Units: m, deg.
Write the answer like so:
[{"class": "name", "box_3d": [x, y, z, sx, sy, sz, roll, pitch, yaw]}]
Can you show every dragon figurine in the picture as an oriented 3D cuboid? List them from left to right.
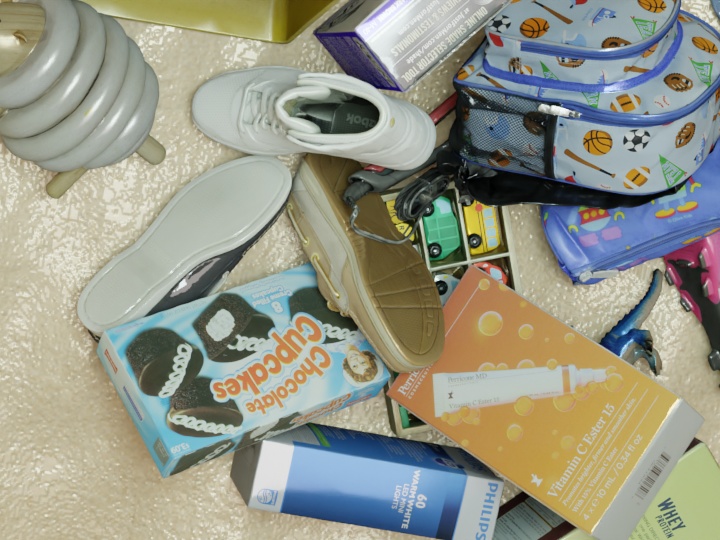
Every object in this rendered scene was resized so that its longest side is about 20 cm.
[{"class": "dragon figurine", "box_3d": [0.193, 0.081, 1.544, 0.099, 0.059, 0.201, 6, 74, 19]}]

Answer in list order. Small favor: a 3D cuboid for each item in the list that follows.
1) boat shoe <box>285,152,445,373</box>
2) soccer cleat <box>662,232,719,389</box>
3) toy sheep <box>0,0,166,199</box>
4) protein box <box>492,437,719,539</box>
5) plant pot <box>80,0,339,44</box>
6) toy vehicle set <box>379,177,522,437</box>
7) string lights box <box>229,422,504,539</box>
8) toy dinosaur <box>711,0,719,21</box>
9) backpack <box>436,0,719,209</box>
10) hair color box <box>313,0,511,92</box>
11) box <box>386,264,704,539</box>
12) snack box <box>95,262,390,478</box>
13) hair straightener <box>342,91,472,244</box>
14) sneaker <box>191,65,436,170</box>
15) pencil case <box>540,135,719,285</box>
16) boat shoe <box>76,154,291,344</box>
[{"class": "boat shoe", "box_3d": [0.000, 0.000, 1.463, 0.074, 0.069, 0.200, -4, 59, -40]}, {"class": "soccer cleat", "box_3d": [0.313, 0.014, 1.576, 0.086, 0.070, 0.200, -30, 105, -25]}, {"class": "toy sheep", "box_3d": [-0.220, -0.133, 1.405, 0.138, 0.138, 0.200, -54, 135, 0]}, {"class": "protein box", "box_3d": [0.225, 0.258, 1.551, 0.200, 0.135, 0.199, -33, 103, -5]}, {"class": "plant pot", "box_3d": [-0.120, -0.282, 1.374, 0.199, 0.200, 0.177, 8, 86, -13]}, {"class": "toy vehicle set", "box_3d": [0.070, 0.027, 1.539, 0.124, 0.027, 0.201, -12, 101, -10]}, {"class": "string lights box", "box_3d": [0.004, 0.166, 1.507, 0.199, 0.103, 0.059, 11, 96, -13]}, {"class": "toy dinosaur", "box_3d": [0.307, -0.266, 1.539, 0.200, 0.105, 0.182, 6, 88, -46]}, {"class": "backpack", "box_3d": [0.179, -0.143, 1.406, 0.190, 0.200, 0.154, 20, 139, 15]}, {"class": "hair color box", "box_3d": [0.036, -0.192, 1.408, 0.109, 0.200, 0.065, -41, 103, -4]}, {"class": "box", "box_3d": [0.142, 0.105, 1.448, 0.200, 0.097, 0.125, 33, 89, 26]}, {"class": "snack box", "box_3d": [-0.088, 0.072, 1.442, 0.200, 0.037, 0.116, -19, 67, -32]}, {"class": "hair straightener", "box_3d": [0.062, -0.082, 1.467, 0.077, 0.041, 0.200, 51, 56, -1]}, {"class": "sneaker", "box_3d": [-0.053, -0.124, 1.406, 0.199, 0.116, 0.074, 8, 86, 22]}, {"class": "pencil case", "box_3d": [0.238, -0.049, 1.491, 0.200, 0.087, 0.078, -21, 142, 29]}, {"class": "boat shoe", "box_3d": [-0.131, -0.010, 1.474, 0.200, 0.074, 0.060, -44, 149, -10]}]
